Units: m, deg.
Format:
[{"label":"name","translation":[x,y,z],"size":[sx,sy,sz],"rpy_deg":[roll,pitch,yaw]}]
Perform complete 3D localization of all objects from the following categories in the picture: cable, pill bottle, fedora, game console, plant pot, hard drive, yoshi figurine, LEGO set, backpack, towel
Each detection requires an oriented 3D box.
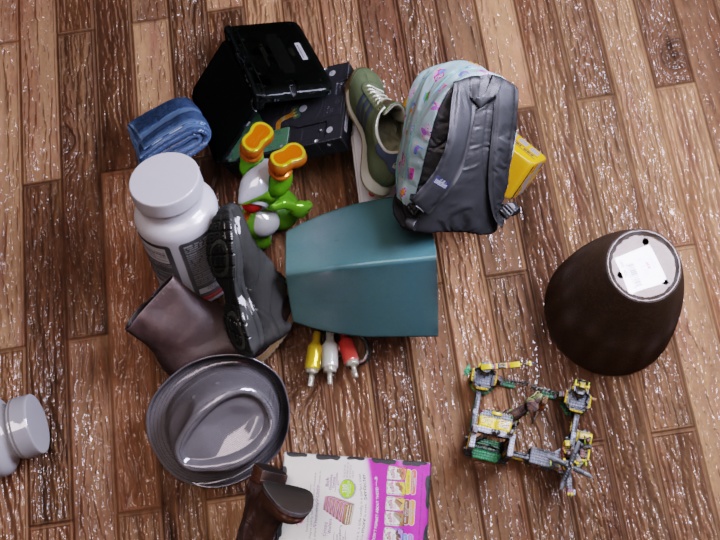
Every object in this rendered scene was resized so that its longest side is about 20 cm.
[{"label":"cable","translation":[-0.041,0.063,1.288],"size":[0.095,0.050,0.204],"rpy_deg":[-9,72,-1]},{"label":"pill bottle","translation":[-0.242,-0.055,1.246],"size":[0.113,0.202,0.117],"rpy_deg":[-3,51,4]},{"label":"fedora","translation":[-0.185,0.207,1.199],"size":[0.197,0.090,0.180],"rpy_deg":[-23,100,-5]},{"label":"pill bottle","translation":[-0.529,0.234,1.231],"size":[0.196,0.112,0.114],"rpy_deg":[-18,72,-3]},{"label":"game console","translation":[-0.151,-0.267,1.357],"size":[0.173,0.118,0.201],"rpy_deg":[-10,45,-18]},{"label":"plant pot","translation":[0.347,0.026,1.200],"size":[0.183,0.200,0.191],"rpy_deg":[-1,73,3]},{"label":"hard drive","translation":[-0.103,-0.221,1.341],"size":[0.196,0.038,0.142],"rpy_deg":[-9,58,22]},{"label":"yoshi figurine","translation":[-0.122,-0.116,1.287],"size":[0.110,0.201,0.114],"rpy_deg":[0,53,-13]},{"label":"LEGO set","translation":[0.219,0.193,1.198],"size":[0.197,0.116,0.156],"rpy_deg":[20,75,9]},{"label":"backpack","translation":[0.117,-0.154,1.135],"size":[0.164,0.126,0.204],"rpy_deg":[-3,113,-29]},{"label":"towel","translation":[-0.276,-0.199,1.316],"size":[0.111,0.200,0.049],"rpy_deg":[-33,117,-3]},{"label":"plant pot","translation":[0.000,0.000,1.232],"size":[0.196,0.143,0.143],"rpy_deg":[-6,40,1]}]

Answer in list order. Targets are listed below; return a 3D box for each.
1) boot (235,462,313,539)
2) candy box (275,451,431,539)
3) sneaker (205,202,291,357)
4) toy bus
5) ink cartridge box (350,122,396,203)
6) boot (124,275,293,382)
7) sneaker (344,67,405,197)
[{"label":"boot","translation":[-0.121,0.357,1.120],"size":[0.063,0.186,0.204],"rpy_deg":[16,88,-15]},{"label":"candy box","translation":[-0.008,0.317,1.202],"size":[0.196,0.061,0.139],"rpy_deg":[4,73,4]},{"label":"sneaker","translation":[-0.145,0.007,1.207],"size":[0.090,0.075,0.204],"rpy_deg":[-20,109,-33]},{"label":"toy bus","translation":[0.152,-0.186,1.247],"size":[0.200,0.078,0.066],"rpy_deg":[42,123,14]},{"label":"ink cartridge box","translation":[0.089,-0.153,1.330],"size":[0.196,0.084,0.149],"rpy_deg":[-7,72,1]},{"label":"boot","translation":[-0.198,0.066,1.246],"size":[0.200,0.072,0.167],"rpy_deg":[-43,114,-4]},{"label":"sneaker","translation":[0.033,-0.208,1.247],"size":[0.066,0.090,0.204],"rpy_deg":[7,61,-28]}]
